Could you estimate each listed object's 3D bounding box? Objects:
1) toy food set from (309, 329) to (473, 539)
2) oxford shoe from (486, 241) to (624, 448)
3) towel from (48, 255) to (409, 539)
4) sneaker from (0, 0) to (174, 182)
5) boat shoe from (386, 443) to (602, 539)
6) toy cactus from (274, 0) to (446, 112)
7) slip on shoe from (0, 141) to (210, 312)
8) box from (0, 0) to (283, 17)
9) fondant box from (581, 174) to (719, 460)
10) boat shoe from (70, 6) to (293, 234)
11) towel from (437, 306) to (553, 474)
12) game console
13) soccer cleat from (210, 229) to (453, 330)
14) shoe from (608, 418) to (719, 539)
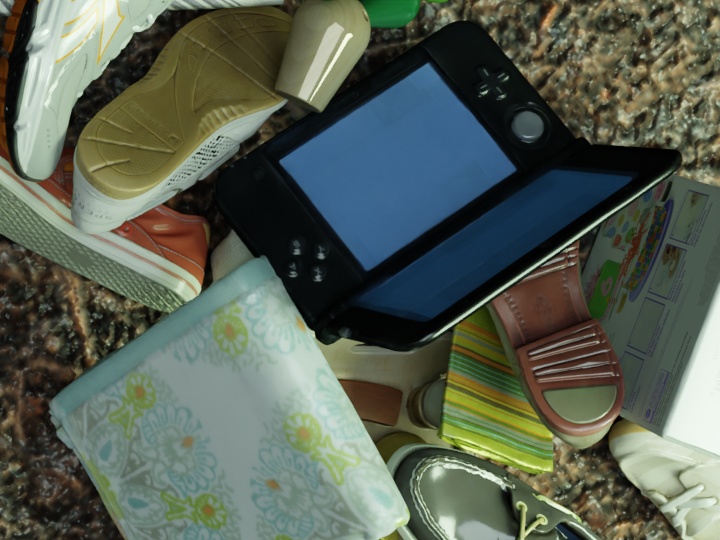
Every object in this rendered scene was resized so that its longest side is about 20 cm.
[{"bbox_3d":[0.021,0.137,1.489,0.143,0.060,0.201,2,82,-28],"label":"toy food set"},{"bbox_3d":[0.099,0.013,1.465,0.070,0.075,0.201,-12,70,-4],"label":"oxford shoe"},{"bbox_3d":[-0.078,0.105,1.427,0.048,0.200,0.172,-30,88,-50],"label":"towel"},{"bbox_3d":[-0.143,-0.142,1.370,0.091,0.076,0.201,11,101,-21],"label":"sneaker"},{"bbox_3d":[0.099,0.163,1.473,0.201,0.060,0.072,36,71,-29],"label":"boat shoe"},{"bbox_3d":[-0.009,-0.175,1.424,0.102,0.200,0.166,24,85,19],"label":"toy cactus"},{"bbox_3d":[-0.175,-0.046,1.450,0.199,0.074,0.061,29,67,-15],"label":"slip on shoe"},{"bbox_3d":[-0.147,-0.189,1.431,0.199,0.068,0.083,-5,101,-13],"label":"box"},{"bbox_3d":[0.190,0.021,1.476,0.058,0.200,0.145,20,92,-18],"label":"fondant box"},{"bbox_3d":[-0.103,-0.088,1.438,0.071,0.069,0.200,43,49,8],"label":"boat shoe"},{"bbox_3d":[0.095,0.017,1.500,0.086,0.018,0.201,21,70,-34],"label":"towel"},{"bbox_3d":[0.045,-0.053,1.382,0.200,0.117,0.176,-33,75,-20],"label":"game console"},{"bbox_3d":[0.000,0.000,1.503,0.199,0.086,0.070,14,61,-34],"label":"soccer cleat"},{"bbox_3d":[0.241,0.151,1.569,0.199,0.070,0.054,28,50,-18],"label":"shoe"}]
